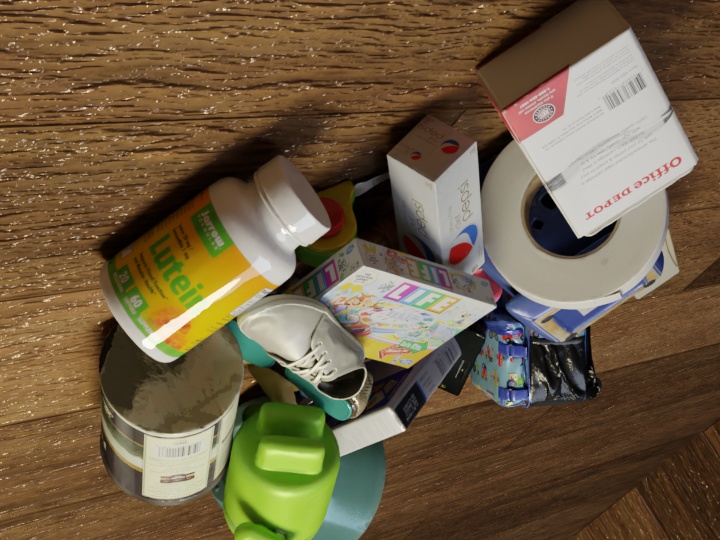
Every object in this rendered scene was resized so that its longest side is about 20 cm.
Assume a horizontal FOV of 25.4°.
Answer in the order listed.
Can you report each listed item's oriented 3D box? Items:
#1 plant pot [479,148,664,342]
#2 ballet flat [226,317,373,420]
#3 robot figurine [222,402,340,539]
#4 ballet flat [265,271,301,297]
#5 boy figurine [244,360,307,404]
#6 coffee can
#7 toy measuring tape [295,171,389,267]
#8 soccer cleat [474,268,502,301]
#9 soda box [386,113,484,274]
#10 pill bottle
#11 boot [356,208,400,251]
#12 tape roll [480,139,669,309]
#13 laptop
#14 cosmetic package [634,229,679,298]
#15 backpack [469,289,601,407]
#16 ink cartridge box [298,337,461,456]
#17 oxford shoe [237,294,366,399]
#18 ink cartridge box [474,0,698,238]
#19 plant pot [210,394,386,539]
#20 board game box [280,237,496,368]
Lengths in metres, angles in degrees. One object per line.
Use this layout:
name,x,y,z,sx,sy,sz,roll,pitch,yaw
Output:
plant pot,0.224,-0.039,1.794,0.199,0.180,0.200,-34,158,9
ballet flat,-0.074,0.081,1.690,0.075,0.199,0.068,-59,-178,-40
robot figurine,-0.086,0.226,1.717,0.115,0.176,0.201,5,139,-9
ballet flat,-0.099,0.018,1.614,0.067,0.047,0.200,-4,171,6
boy figurine,-0.090,0.103,1.778,0.064,0.125,0.199,-28,148,35
coffee can,-0.199,0.142,1.668,0.146,0.147,0.200,-23,158,-20
toy measuring tape,-0.005,-0.052,1.605,0.199,0.074,0.074,-23,158,-20
soccer cleat,0.069,0.040,1.891,0.199,0.067,0.077,-12,151,-13
soda box,0.078,-0.060,1.624,0.068,0.064,0.201,-45,150,-23
pill bottle,-0.129,-0.015,1.461,0.200,0.111,0.111,-35,159,11
boot,0.000,0.000,1.750,0.155,0.077,0.200,-44,169,-11
tape roll,0.223,-0.060,1.678,0.202,0.203,0.037,-33,162,6
laptop,0.034,0.119,1.991,0.178,0.199,0.104,107,7,-61
cosmetic package,0.348,-0.045,2.058,0.073,0.104,0.200,-33,160,5
backpack,0.210,0.054,1.981,0.134,0.201,0.183,-6,-164,-13
ink cartridge box,0.000,0.157,1.871,0.199,0.047,0.198,-26,-168,32
oxford shoe,-0.049,0.076,1.554,0.075,0.058,0.200,-24,148,19
ink cartridge box,0.224,-0.150,1.570,0.146,0.083,0.200,-33,132,6
plant pot,-0.094,0.244,1.989,0.160,0.201,0.200,21,127,-43
board game box,0.023,0.036,1.613,0.199,0.034,0.134,16,137,-43
